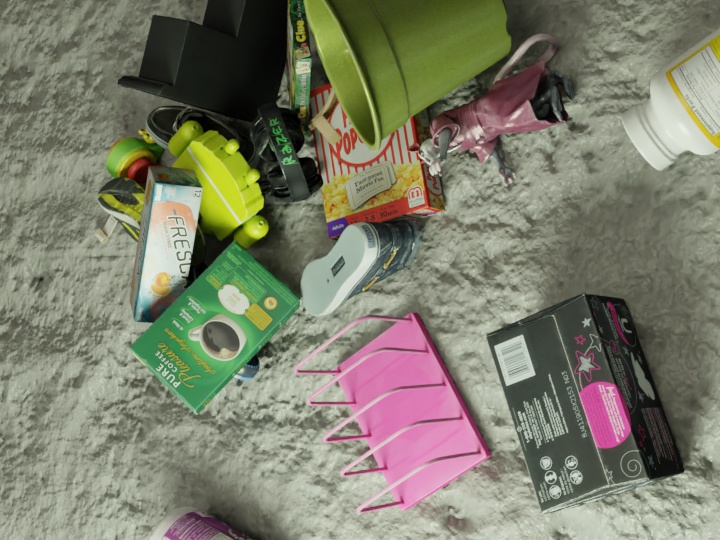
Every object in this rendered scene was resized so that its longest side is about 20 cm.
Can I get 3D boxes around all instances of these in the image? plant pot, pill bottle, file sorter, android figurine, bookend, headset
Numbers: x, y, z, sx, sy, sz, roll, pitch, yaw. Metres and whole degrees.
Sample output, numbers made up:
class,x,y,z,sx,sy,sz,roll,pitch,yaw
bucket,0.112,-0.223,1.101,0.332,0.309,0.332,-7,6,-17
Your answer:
class,x,y,z,sx,sy,sz,roll,pitch,yaw
plant pot,0.061,-0.265,1.268,0.190,0.200,0.200,-25,68,-6
pill bottle,-0.177,0.393,1.460,0.200,0.112,0.113,20,96,33
file sorter,0.029,0.168,1.333,0.139,0.125,0.200,-38,66,26
android figurine,-0.189,-0.114,1.494,0.182,0.041,0.200,54,150,-1
bookend,-0.193,-0.311,1.480,0.092,0.200,0.199,18,97,40
pill bottle,0.370,-0.188,1.149,0.200,0.104,0.104,-35,67,27
headset,-0.106,-0.136,1.418,0.094,0.200,0.124,-21,83,-1

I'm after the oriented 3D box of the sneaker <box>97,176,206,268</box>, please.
class,x,y,z,sx,sy,sz,roll,pitch,yaw
sneaker,-0.283,-0.062,1.595,0.200,0.085,0.074,37,77,27

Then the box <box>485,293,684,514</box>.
class,x,y,z,sx,sy,sz,roll,pitch,yaw
box,0.238,0.142,1.201,0.132,0.115,0.200,-26,70,31

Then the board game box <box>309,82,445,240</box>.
class,x,y,z,sx,sy,sz,roll,pitch,yaw
board game box,0.017,-0.152,1.419,0.151,0.046,0.200,-17,76,31

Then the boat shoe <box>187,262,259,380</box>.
class,x,y,z,sx,sy,sz,roll,pitch,yaw
boat shoe,-0.197,0.062,1.524,0.069,0.084,0.200,-50,63,16

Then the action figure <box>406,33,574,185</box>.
class,x,y,z,sx,sy,sz,roll,pitch,yaw
action figure,0.136,-0.177,1.289,0.200,0.134,0.149,-17,75,29

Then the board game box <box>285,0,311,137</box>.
class,x,y,z,sx,sy,sz,roll,pitch,yaw
board game box,-0.079,-0.258,1.416,0.023,0.200,0.105,-7,70,-7

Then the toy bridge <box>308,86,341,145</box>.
class,x,y,z,sx,sy,sz,roll,pitch,yaw
toy bridge,0.013,-0.239,1.371,0.200,0.027,0.067,-40,74,4

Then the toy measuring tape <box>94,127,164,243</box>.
class,x,y,z,sx,sy,sz,roll,pitch,yaw
toy measuring tape,-0.356,-0.129,1.657,0.074,0.074,0.200,44,109,29

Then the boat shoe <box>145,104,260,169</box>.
class,x,y,z,sx,sy,sz,roll,pitch,yaw
boat shoe,-0.226,-0.198,1.565,0.200,0.071,0.072,20,73,28

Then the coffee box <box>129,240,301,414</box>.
class,x,y,z,sx,sy,sz,roll,pitch,yaw
coffee box,-0.187,0.073,1.457,0.123,0.044,0.200,41,78,6

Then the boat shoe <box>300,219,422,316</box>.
class,x,y,z,sx,sy,sz,roll,pitch,yaw
boat shoe,0.000,0.000,1.409,0.200,0.091,0.071,-43,60,53

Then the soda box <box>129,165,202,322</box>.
class,x,y,z,sx,sy,sz,roll,pitch,yaw
soda box,-0.256,-0.032,1.475,0.068,0.063,0.200,-125,43,-59
